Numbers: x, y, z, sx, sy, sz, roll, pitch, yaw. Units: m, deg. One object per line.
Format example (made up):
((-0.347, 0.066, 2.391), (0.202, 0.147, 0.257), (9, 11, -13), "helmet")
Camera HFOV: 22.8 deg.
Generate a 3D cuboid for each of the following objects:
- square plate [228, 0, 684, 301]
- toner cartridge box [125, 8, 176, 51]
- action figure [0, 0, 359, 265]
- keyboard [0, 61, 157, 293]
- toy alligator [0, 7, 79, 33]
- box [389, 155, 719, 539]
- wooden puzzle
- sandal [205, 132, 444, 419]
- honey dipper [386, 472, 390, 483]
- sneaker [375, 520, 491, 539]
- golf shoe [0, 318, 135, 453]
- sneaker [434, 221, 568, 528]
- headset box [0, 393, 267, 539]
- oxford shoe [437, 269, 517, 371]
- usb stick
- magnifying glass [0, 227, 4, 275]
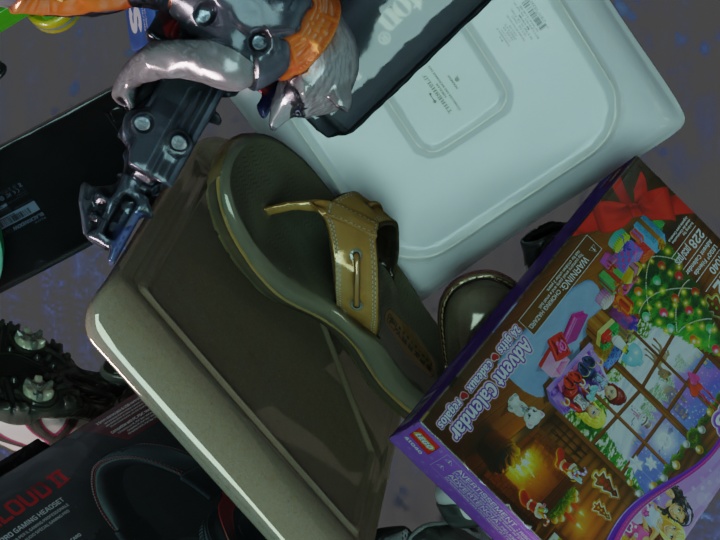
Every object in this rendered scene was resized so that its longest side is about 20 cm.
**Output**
((0.041, -0.100, 0.934), (0.197, 0.028, 0.200), (-33, 107, 9), "square plate")
((-0.075, -0.211, 0.850), (0.094, 0.043, 0.202), (-13, 100, -25), "toner cartridge box")
((-0.089, -0.106, 0.775), (0.192, 0.105, 0.201), (23, 82, -16), "action figure")
((-0.198, -0.049, 0.940), (0.199, 0.021, 0.127), (-27, 123, 6), "keyboard")
((-0.174, -0.151, 0.898), (0.199, 0.059, 0.055), (-24, 69, 5), "toy alligator")
((0.125, 0.057, 0.878), (0.137, 0.039, 0.200), (44, 60, -4), "box")
((-0.050, 0.043, 0.893), (0.037, 0.200, 0.185), (-33, 106, 25), "wooden puzzle")
((0.000, 0.000, 0.910), (0.054, 0.081, 0.200), (-23, 121, 36), "sandal")
((-0.052, 0.044, 0.976), (0.038, 0.038, 0.201), (-32, 105, 8), "honey dipper")
((0.019, 0.204, 0.972), (0.075, 0.200, 0.116), (-26, 101, 45), "sneaker")
((-0.166, 0.081, 0.950), (0.199, 0.077, 0.089), (8, 122, -18), "golf shoe")
((0.100, 0.043, 0.971), (0.200, 0.076, 0.116), (-38, 97, 2), "sneaker")
((-0.102, 0.154, 0.849), (0.200, 0.148, 0.075), (37, 127, 18), "headset box")
((0.094, 0.095, 0.901), (0.070, 0.075, 0.201), (-24, 93, 7), "oxford shoe")
((0.041, -0.148, 0.886), (0.200, 0.033, 0.055), (-43, 106, 12), "usb stick")
((-0.248, 0.040, 0.959), (0.079, 0.022, 0.201), (14, 118, -21), "magnifying glass")
